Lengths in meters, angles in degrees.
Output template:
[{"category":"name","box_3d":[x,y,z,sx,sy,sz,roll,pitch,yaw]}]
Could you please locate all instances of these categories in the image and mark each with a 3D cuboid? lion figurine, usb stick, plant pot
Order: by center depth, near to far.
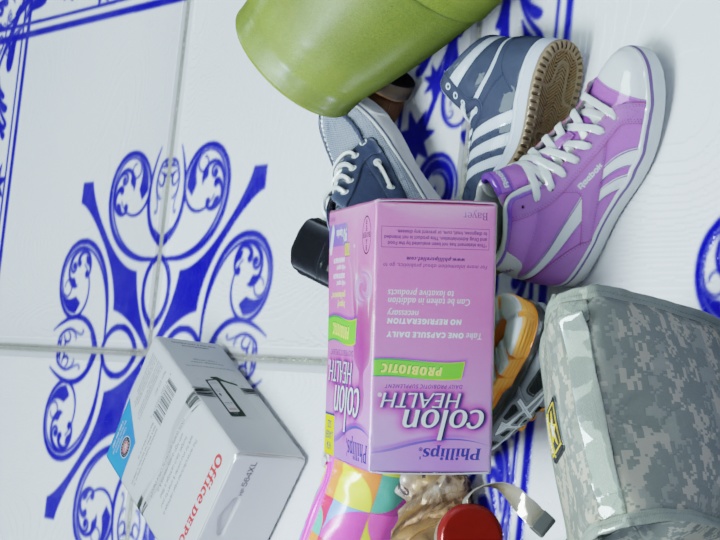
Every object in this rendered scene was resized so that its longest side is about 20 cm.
[{"category":"lion figurine","box_3d":[0.050,0.233,1.476,0.122,0.072,0.200,-43,20,10]},{"category":"plant pot","box_3d":[0.000,-0.237,1.582,0.193,0.200,0.201,-46,48,27]},{"category":"usb stick","box_3d":[0.000,0.000,1.689,0.200,0.032,0.056,26,96,53]}]

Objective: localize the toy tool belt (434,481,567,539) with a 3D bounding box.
[{"category":"toy tool belt","box_3d":[0.124,0.242,1.330,0.125,0.200,0.123,-49,0,-11]}]

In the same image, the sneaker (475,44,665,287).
[{"category":"sneaker","box_3d":[0.155,-0.083,1.433,0.073,0.114,0.202,38,111,52]}]

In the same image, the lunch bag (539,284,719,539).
[{"category":"lunch bag","box_3d":[0.186,0.109,1.257,0.117,0.200,0.165,-19,66,28]}]

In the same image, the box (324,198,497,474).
[{"category":"box","box_3d":[0.035,0.050,1.451,0.176,0.096,0.202,178,93,-78]}]

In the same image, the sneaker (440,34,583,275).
[{"category":"sneaker","box_3d":[0.105,-0.099,1.536,0.108,0.070,0.201,21,93,48]}]

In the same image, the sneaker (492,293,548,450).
[{"category":"sneaker","box_3d":[0.119,0.094,1.477,0.200,0.077,0.079,118,149,-51]}]

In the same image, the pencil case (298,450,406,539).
[{"category":"pencil case","box_3d":[-0.016,0.229,1.614,0.088,0.088,0.202,28,105,52]}]

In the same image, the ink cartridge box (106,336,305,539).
[{"category":"ink cartridge box","box_3d":[-0.152,0.180,1.807,0.200,0.084,0.147,48,120,46]}]

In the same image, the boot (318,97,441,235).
[{"category":"boot","box_3d":[-0.001,-0.077,1.622,0.200,0.090,0.073,53,138,31]}]

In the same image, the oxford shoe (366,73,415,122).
[{"category":"oxford shoe","box_3d":[-0.027,-0.189,1.739,0.200,0.071,0.072,51,126,44]}]
